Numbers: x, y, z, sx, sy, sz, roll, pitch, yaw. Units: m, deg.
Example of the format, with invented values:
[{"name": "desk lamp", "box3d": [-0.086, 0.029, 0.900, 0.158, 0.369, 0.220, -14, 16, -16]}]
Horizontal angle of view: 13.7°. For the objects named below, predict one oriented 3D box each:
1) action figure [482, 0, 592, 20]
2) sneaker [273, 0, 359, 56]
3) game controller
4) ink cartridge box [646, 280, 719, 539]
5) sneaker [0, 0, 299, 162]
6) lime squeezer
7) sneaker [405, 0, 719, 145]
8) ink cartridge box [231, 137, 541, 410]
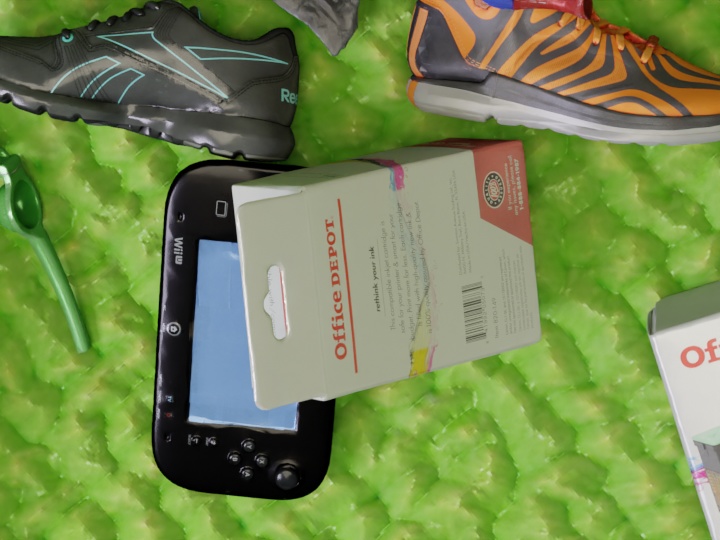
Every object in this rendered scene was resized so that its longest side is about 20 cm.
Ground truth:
[{"name": "action figure", "box3d": [0.022, -0.181, 1.576, 0.198, 0.099, 0.066, 6, 74, 14]}, {"name": "sneaker", "box3d": [-0.078, -0.207, 1.655, 0.199, 0.060, 0.105, 24, 97, -2]}, {"name": "game controller", "box3d": [-0.063, 0.034, 1.688, 0.103, 0.042, 0.201, 2, 110, -6]}, {"name": "ink cartridge box", "box3d": [0.255, 0.099, 1.658, 0.144, 0.084, 0.201, -17, 97, 9]}, {"name": "sneaker", "box3d": [-0.129, -0.115, 1.680, 0.198, 0.075, 0.080, 11, 91, -4]}, {"name": "lime squeezer", "box3d": [-0.217, -0.038, 1.712, 0.200, 0.038, 0.071, 40, 102, -2]}, {"name": "sneaker", "box3d": [0.125, -0.132, 1.636, 0.198, 0.078, 0.113, 8, 102, 5]}, {"name": "ink cartridge box", "box3d": [0.000, 0.000, 1.619, 0.067, 0.199, 0.117, 5, 104, 51]}]
